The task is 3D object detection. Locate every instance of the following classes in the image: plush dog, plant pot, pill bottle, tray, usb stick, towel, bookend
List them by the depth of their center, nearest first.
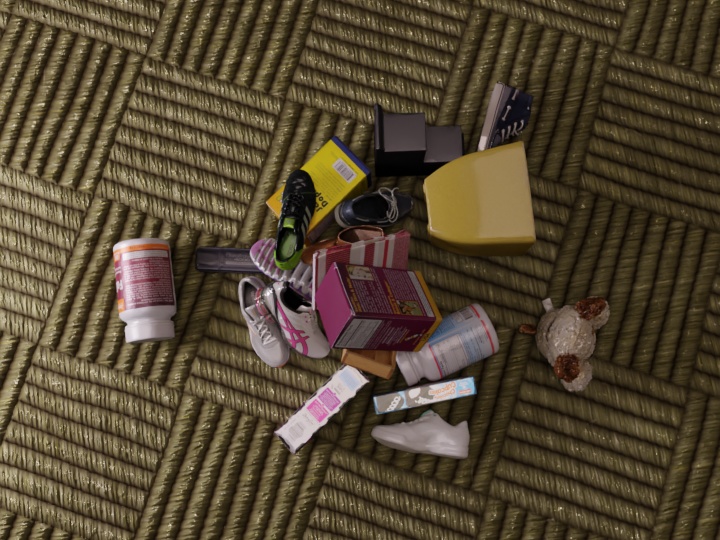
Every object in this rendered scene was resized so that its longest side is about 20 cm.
[{"bbox_3d":[0.000,0.000,1.311,0.198,0.145,0.023,-14,44,-19],"label":"towel"},{"bbox_3d":[0.406,0.127,1.330,0.159,0.172,0.202,18,84,4],"label":"plush dog"},{"bbox_3d":[0.025,0.115,1.338,0.098,0.037,0.201,20,39,-7],"label":"tray"},{"bbox_3d":[0.169,0.154,1.363,0.199,0.109,0.109,-24,83,-2],"label":"pill bottle"},{"bbox_3d":[0.229,-0.129,1.365,0.198,0.194,0.197,-5,82,5],"label":"plant pot"},{"bbox_3d":[0.125,-0.263,1.375,0.197,0.200,0.093,-2,83,2],"label":"bookend"},{"bbox_3d":[-0.439,0.043,1.387,0.113,0.114,0.202,-8,82,0],"label":"pill bottle"},{"bbox_3d":[-0.252,-0.021,1.433,0.198,0.033,0.056,2,76,2],"label":"usb stick"}]

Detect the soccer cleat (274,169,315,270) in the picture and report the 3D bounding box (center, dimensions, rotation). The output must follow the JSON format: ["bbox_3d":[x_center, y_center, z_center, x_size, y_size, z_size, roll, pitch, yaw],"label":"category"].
[{"bbox_3d":[-0.127,-0.101,1.307,0.067,0.081,0.202,9,83,3],"label":"soccer cleat"}]

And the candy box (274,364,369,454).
[{"bbox_3d":[-0.071,0.265,1.339,0.200,0.136,0.061,-44,85,-4],"label":"candy box"}]

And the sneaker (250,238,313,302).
[{"bbox_3d":[-0.139,0.013,1.383,0.199,0.089,0.081,30,61,4],"label":"sneaker"}]

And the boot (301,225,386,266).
[{"bbox_3d":[-0.041,-0.047,1.370,0.198,0.155,0.074,-16,83,-1],"label":"boot"}]

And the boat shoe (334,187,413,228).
[{"bbox_3d":[0.040,-0.130,1.381,0.199,0.062,0.076,-7,84,-38],"label":"boat shoe"}]

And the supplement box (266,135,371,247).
[{"bbox_3d":[-0.083,-0.161,1.409,0.200,0.109,0.110,-45,84,-5],"label":"supplement box"}]

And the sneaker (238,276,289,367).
[{"bbox_3d":[-0.207,0.105,1.385,0.075,0.092,0.201,-24,83,-1],"label":"sneaker"}]

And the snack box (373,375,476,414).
[{"bbox_3d":[0.124,0.246,1.348,0.198,0.116,0.037,-11,82,-1],"label":"snack box"}]

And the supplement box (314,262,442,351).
[{"bbox_3d":[0.033,0.072,1.271,0.198,0.104,0.132,7,44,-30],"label":"supplement box"}]

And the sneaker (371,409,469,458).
[{"bbox_3d":[0.122,0.322,1.369,0.198,0.075,0.089,10,70,-3],"label":"sneaker"}]

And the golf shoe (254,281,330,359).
[{"bbox_3d":[-0.120,0.103,1.352,0.200,0.092,0.073,48,40,-25],"label":"golf shoe"}]

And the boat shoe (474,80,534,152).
[{"bbox_3d":[0.305,-0.302,1.434,0.092,0.075,0.202,18,77,4],"label":"boat shoe"}]
